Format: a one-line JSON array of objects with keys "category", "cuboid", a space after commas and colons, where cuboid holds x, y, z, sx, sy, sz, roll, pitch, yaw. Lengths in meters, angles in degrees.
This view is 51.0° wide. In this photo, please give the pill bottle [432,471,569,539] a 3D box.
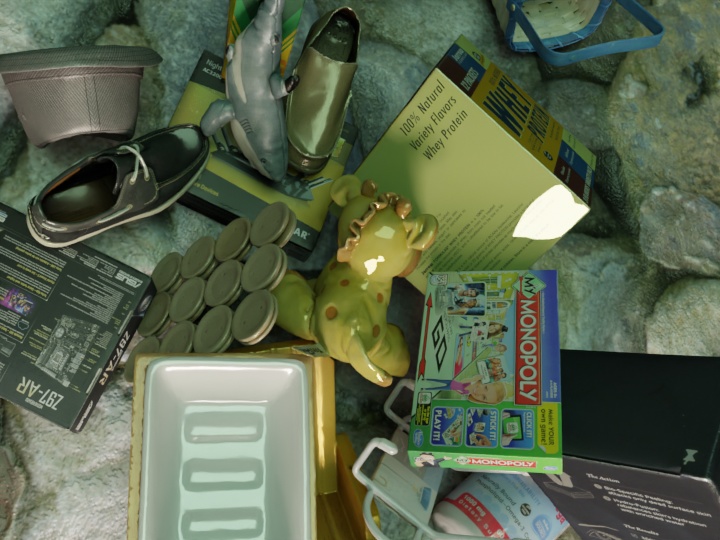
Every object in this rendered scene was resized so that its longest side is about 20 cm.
[{"category": "pill bottle", "cuboid": [0.180, 0.241, 0.819, 0.198, 0.109, 0.110, -35, 89, -21]}]

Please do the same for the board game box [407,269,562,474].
[{"category": "board game box", "cuboid": [0.119, 0.086, 0.704, 0.131, 0.029, 0.204, -2, 49, 15]}]

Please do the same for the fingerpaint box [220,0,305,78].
[{"category": "fingerpaint box", "cuboid": [-0.097, -0.331, 0.808, 0.071, 0.168, 0.205, 8, 57, -16]}]

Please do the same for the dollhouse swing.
[{"category": "dollhouse swing", "cuboid": [-0.086, 0.195, 0.706, 0.194, 0.183, 0.180, -6, 122, -18]}]

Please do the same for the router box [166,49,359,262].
[{"category": "router box", "cuboid": [-0.117, -0.126, 0.842, 0.196, 0.052, 0.161, 24, 71, -11]}]

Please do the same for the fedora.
[{"category": "fedora", "cuboid": [-0.283, -0.172, 0.753, 0.174, 0.198, 0.093, -14, 108, -35]}]

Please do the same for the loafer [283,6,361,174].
[{"category": "loafer", "cuboid": [-0.044, -0.204, 0.820, 0.074, 0.067, 0.206, 14, 70, -14]}]

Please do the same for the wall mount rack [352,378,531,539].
[{"category": "wall mount rack", "cuboid": [0.085, 0.198, 0.732, 0.172, 0.075, 0.200, 36, 26, 2]}]

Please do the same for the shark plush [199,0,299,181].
[{"category": "shark plush", "cuboid": [-0.084, -0.194, 0.746, 0.083, 0.204, 0.090, 37, 29, 28]}]

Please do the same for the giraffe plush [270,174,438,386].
[{"category": "giraffe plush", "cuboid": [0.000, 0.000, 0.739, 0.169, 0.200, 0.166, 25, 93, 3]}]

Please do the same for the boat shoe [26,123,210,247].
[{"category": "boat shoe", "cuboid": [-0.227, -0.089, 0.735, 0.198, 0.068, 0.073, -34, 88, -28]}]

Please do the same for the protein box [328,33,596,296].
[{"category": "protein box", "cuboid": [0.110, -0.094, 0.808, 0.199, 0.199, 0.136, 39, 34, -5]}]

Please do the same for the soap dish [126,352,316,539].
[{"category": "soap dish", "cuboid": [-0.116, 0.175, 0.641, 0.153, 0.081, 0.206, 2, 72, -15]}]

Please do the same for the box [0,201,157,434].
[{"category": "box", "cuboid": [-0.321, 0.039, 0.729, 0.196, 0.044, 0.163, 25, 72, 0]}]

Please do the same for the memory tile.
[{"category": "memory tile", "cuboid": [-0.145, 0.023, 0.726, 0.017, 0.196, 0.157, 39, 41, -39]}]

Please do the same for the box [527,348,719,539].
[{"category": "box", "cuboid": [0.273, 0.181, 0.691, 0.201, 0.194, 0.119, 49, 59, -27]}]

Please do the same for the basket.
[{"category": "basket", "cuboid": [0.263, -0.337, 0.949, 0.172, 0.141, 0.203, -12, 51, -18]}]
